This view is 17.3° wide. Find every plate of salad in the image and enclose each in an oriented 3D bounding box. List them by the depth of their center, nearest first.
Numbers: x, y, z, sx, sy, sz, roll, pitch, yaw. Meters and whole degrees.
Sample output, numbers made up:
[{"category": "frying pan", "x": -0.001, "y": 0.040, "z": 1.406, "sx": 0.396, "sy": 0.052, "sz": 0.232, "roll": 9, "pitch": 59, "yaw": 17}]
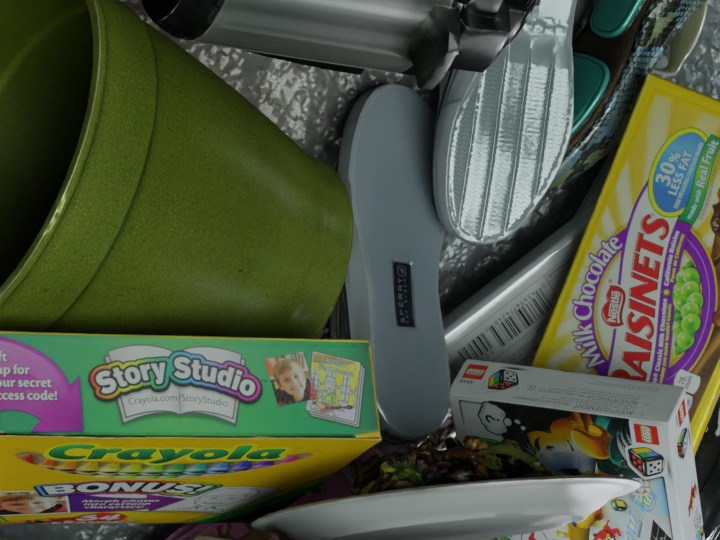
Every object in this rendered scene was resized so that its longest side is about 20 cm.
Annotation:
[{"category": "plate of salad", "x": 0.043, "y": 0.111, "z": 1.210, "sx": 0.200, "sy": 0.200, "sz": 0.048, "roll": -1, "pitch": 78, "yaw": -19}]

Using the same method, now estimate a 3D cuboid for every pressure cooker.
[{"category": "pressure cooker", "x": 0.000, "y": -0.186, "z": 1.196, "sx": 0.200, "sy": 0.179, "sz": 0.176, "roll": 6, "pitch": 100, "yaw": -20}]

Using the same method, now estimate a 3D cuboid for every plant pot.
[{"category": "plant pot", "x": -0.114, "y": -0.030, "z": 1.206, "sx": 0.193, "sy": 0.200, "sz": 0.200, "roll": 23, "pitch": 96, "yaw": -35}]

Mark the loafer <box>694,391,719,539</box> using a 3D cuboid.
[{"category": "loafer", "x": 0.205, "y": 0.074, "z": 1.335, "sx": 0.070, "sy": 0.068, "sz": 0.201, "roll": 24, "pitch": 100, "yaw": 13}]

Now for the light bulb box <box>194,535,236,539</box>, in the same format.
[{"category": "light bulb box", "x": 0.028, "y": 0.213, "z": 1.206, "sx": 0.200, "sy": 0.198, "sz": 0.125, "roll": 9, "pitch": 85, "yaw": -21}]

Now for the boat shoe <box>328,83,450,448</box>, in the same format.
[{"category": "boat shoe", "x": 0.004, "y": 0.001, "z": 1.305, "sx": 0.075, "sy": 0.086, "sz": 0.202, "roll": 6, "pitch": 73, "yaw": -35}]

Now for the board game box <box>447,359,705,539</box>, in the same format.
[{"category": "board game box", "x": 0.126, "y": 0.142, "z": 1.311, "sx": 0.035, "sy": 0.126, "sz": 0.200, "roll": -56, "pitch": 143, "yaw": -44}]

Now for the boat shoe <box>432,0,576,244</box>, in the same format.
[{"category": "boat shoe", "x": 0.080, "y": -0.113, "z": 1.296, "sx": 0.074, "sy": 0.067, "sz": 0.200, "roll": 15, "pitch": 91, "yaw": -19}]

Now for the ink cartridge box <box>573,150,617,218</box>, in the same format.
[{"category": "ink cartridge box", "x": 0.189, "y": 0.031, "z": 1.395, "sx": 0.176, "sy": 0.045, "sz": 0.200, "roll": 27, "pitch": 95, "yaw": -23}]

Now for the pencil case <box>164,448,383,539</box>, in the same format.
[{"category": "pencil case", "x": -0.067, "y": 0.163, "z": 1.321, "sx": 0.200, "sy": 0.083, "sz": 0.087, "roll": -35, "pitch": 78, "yaw": -7}]

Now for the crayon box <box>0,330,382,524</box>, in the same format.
[{"category": "crayon box", "x": -0.114, "y": 0.082, "z": 1.181, "sx": 0.200, "sy": 0.173, "sz": 0.058, "roll": 2, "pitch": 71, "yaw": -22}]

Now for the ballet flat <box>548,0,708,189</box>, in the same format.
[{"category": "ballet flat", "x": 0.147, "y": -0.112, "z": 1.330, "sx": 0.074, "sy": 0.074, "sz": 0.200, "roll": 31, "pitch": 95, "yaw": -24}]

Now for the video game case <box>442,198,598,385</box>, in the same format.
[{"category": "video game case", "x": 0.157, "y": 0.051, "z": 1.354, "sx": 0.200, "sy": 0.022, "sz": 0.182, "roll": -37, "pitch": 111, "yaw": -6}]

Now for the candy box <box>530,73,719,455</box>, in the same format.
[{"category": "candy box", "x": 0.167, "y": 0.003, "z": 1.295, "sx": 0.102, "sy": 0.026, "sz": 0.200, "roll": 22, "pitch": 96, "yaw": 15}]
